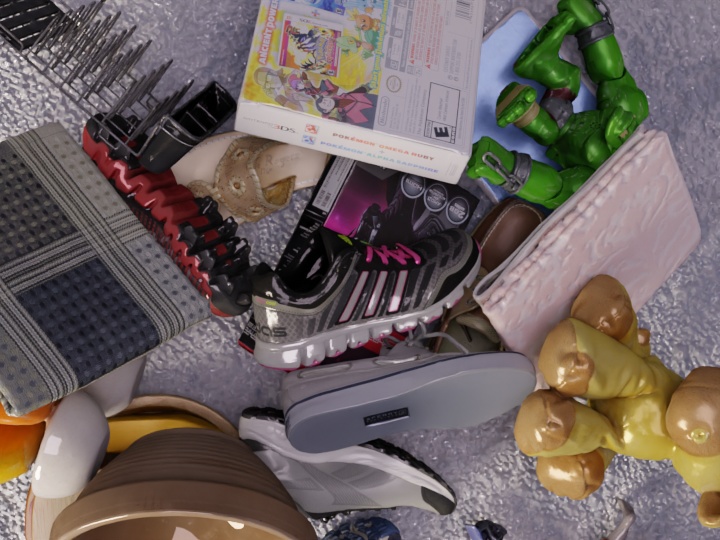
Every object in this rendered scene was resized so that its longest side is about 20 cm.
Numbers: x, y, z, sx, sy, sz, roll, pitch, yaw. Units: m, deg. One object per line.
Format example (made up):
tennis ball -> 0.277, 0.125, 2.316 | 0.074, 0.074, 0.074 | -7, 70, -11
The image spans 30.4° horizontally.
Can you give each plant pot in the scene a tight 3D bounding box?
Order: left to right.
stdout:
plant pot -> -0.129, 0.181, 0.986 | 0.197, 0.202, 0.094 | 3, 54, -7

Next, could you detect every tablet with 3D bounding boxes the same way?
tablet -> 0.154, -0.109, 1.130 | 0.130, 0.014, 0.200 | -42, 95, -3

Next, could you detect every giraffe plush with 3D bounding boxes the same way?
giraffe plush -> 0.239, 0.118, 1.029 | 0.161, 0.199, 0.175 | 19, 84, 37

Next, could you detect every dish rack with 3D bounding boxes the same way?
dish rack -> -0.197, -0.161, 1.022 | 0.199, 0.154, 0.055 | 41, 107, -6

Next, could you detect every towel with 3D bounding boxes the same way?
towel -> -0.231, -0.006, 0.942 | 0.201, 0.035, 0.192 | 50, 43, 10
towel -> 0.189, -0.001, 1.070 | 0.200, 0.191, 0.032 | -45, 55, -3

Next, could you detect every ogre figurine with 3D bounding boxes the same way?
ogre figurine -> 0.172, -0.125, 1.077 | 0.120, 0.201, 0.098 | 40, 132, -17

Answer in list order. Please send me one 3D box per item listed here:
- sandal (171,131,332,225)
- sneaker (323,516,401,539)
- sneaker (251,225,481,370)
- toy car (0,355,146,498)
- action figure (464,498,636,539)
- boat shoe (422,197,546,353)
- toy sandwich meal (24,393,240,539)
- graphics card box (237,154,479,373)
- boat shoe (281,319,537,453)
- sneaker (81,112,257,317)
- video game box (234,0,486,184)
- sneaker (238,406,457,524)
sandal -> -0.077, -0.082, 1.075 | 0.209, 0.070, 0.079 | -17, 94, -6
sneaker -> -0.028, 0.293, 1.103 | 0.085, 0.077, 0.200 | 40, 95, -16
sneaker -> 0.002, 0.002, 1.009 | 0.198, 0.074, 0.089 | -22, 116, -14
toy car -> -0.257, 0.058, 0.993 | 0.173, 0.201, 0.151 | 18, 127, 1
action figure -> 0.177, 0.279, 1.106 | 0.193, 0.104, 0.201 | -39, 98, -13
boat shoe -> 0.102, 0.039, 1.096 | 0.075, 0.074, 0.202 | 24, 92, -5
toy sandwich meal -> -0.174, 0.196, 1.075 | 0.202, 0.070, 0.209 | 0, 92, -7
graphics card box -> 0.000, 0.000, 1.079 | 0.125, 0.051, 0.202 | 28, 88, -29
boat shoe -> 0.034, 0.080, 1.037 | 0.199, 0.075, 0.087 | -13, 49, -2
sneaker -> -0.162, -0.028, 1.050 | 0.201, 0.071, 0.098 | 47, 117, 13
video game box -> 0.005, -0.178, 1.046 | 0.179, 0.047, 0.202 | 15, 57, -9
sneaker -> -0.014, 0.172, 1.085 | 0.197, 0.074, 0.081 | 17, 90, -17
